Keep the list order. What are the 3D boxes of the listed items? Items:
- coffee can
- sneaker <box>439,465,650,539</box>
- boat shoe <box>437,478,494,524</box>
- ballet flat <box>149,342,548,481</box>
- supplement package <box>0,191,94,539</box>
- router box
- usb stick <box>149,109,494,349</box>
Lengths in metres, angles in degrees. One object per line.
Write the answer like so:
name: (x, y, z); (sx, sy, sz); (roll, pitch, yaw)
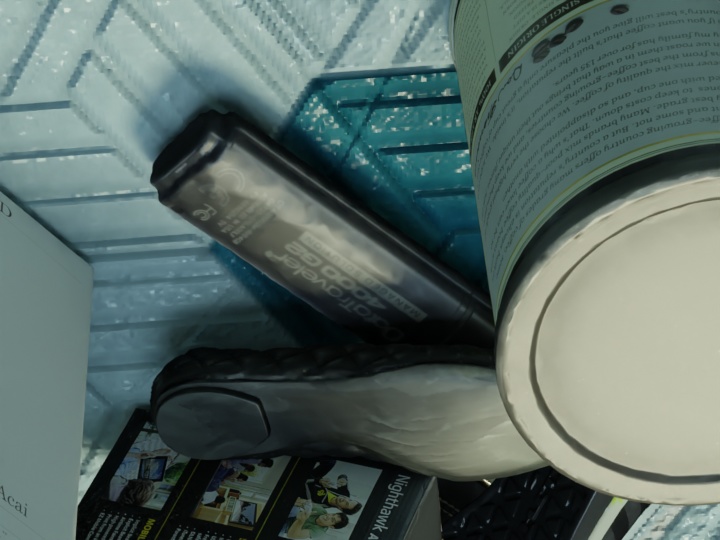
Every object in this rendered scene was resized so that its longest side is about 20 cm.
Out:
coffee can: (0.111, -0.038, 0.777); (0.145, 0.201, 0.147); (-2, 130, -2)
sneaker: (0.097, 0.114, 0.962); (0.082, 0.072, 0.201); (17, 113, -49)
boat shoe: (0.056, 0.156, 1.020); (0.072, 0.063, 0.200); (-29, 124, 22)
ballet flat: (0.007, 0.051, 0.918); (0.198, 0.057, 0.067); (2, 123, 7)
supplement package: (-0.188, 0.059, 0.835); (0.119, 0.201, 0.121); (-34, 124, 23)
router box: (-0.066, 0.154, 0.895); (0.148, 0.201, 0.051); (10, 133, 19)
usb stick: (0.000, 0.000, 0.910); (0.199, 0.033, 0.055); (34, 128, -27)
